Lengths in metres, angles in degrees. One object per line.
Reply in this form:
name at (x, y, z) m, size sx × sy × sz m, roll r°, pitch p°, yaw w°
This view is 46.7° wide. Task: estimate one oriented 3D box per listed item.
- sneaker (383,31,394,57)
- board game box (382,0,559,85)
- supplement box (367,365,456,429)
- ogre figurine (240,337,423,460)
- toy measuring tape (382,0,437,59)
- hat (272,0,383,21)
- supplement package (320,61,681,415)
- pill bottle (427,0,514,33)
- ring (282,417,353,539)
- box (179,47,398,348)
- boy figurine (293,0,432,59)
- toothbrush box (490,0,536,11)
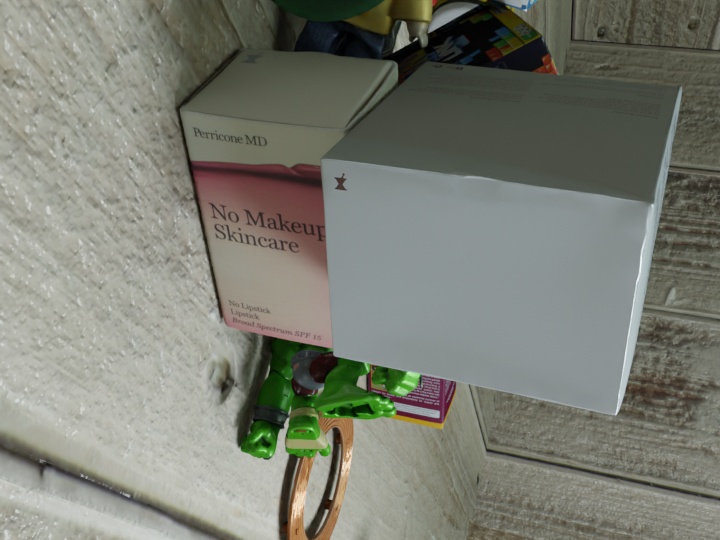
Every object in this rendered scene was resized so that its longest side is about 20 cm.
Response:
sneaker at (0.002, -0.253, 0.773) m, size 0.200 × 0.075 × 0.081 m, roll 46°, pitch 55°, yaw -71°
board game box at (0.076, -0.170, 0.755) m, size 0.057 × 0.165 × 0.200 m, roll 60°, pitch 10°, yaw -24°
supplement box at (0.072, 0.105, 1.134) m, size 0.086 × 0.110 × 0.200 m, roll -59°, pitch 153°, yaw -53°
ogre figurine at (-0.028, 0.083, 0.727) m, size 0.200 × 0.098 × 0.120 m, roll 128°, pitch -30°, yaw -48°
toy measuring tape at (0.044, -0.277, 0.914) m, size 0.074 × 0.073 × 0.200 m, roll 46°, pitch 55°, yaw -70°
hat at (0.011, -0.282, 0.592) m, size 0.176 × 0.165 × 0.200 m, roll -29°, pitch 108°, yaw -57°
supplement package at (0.101, -0.036, 0.565) m, size 0.200 × 0.191 × 0.147 m, roll -52°, pitch 147°, yaw -52°
pill bottle at (0.170, -0.399, 1.192) m, size 0.111 × 0.111 × 0.200 m, roll 72°, pitch 31°, yaw -57°
ring at (-0.049, 0.245, 0.969) m, size 0.200 × 0.019 × 0.201 m, roll 9°, pitch 90°, yaw -72°
box at (-0.042, -0.052, 0.638) m, size 0.109 × 0.128 × 0.200 m, roll -61°, pitch 154°, yaw -46°
boy figurine at (0.005, -0.223, 0.667) m, size 0.200 × 0.124 × 0.064 m, roll -62°, pitch 177°, yaw 28°
toothbrush box at (0.127, -0.335, 0.826) m, size 0.200 × 0.146 × 0.085 m, roll -50°, pitch 157°, yaw -55°
